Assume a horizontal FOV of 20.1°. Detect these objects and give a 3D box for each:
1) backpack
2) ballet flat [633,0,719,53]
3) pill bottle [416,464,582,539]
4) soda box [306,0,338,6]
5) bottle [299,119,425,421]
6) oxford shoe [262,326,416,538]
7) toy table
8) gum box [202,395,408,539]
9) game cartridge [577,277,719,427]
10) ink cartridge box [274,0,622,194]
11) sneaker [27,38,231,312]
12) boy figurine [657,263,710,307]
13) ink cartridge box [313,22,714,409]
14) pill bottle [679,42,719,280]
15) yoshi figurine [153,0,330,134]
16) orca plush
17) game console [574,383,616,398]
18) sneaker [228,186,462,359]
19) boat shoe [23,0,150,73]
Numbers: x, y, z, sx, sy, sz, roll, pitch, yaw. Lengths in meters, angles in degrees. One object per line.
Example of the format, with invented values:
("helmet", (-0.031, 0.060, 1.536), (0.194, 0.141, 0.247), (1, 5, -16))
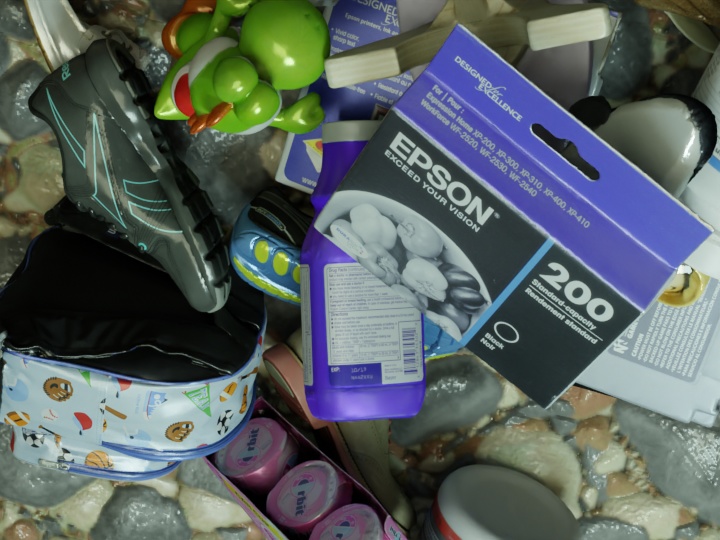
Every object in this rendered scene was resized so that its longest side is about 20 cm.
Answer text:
("backpack", (-0.164, 0.062, 1.453), (0.189, 0.201, 0.155), (8, 128, 9))
("ballet flat", (0.267, -0.163, 1.342), (0.198, 0.068, 0.073), (22, 136, -1))
("pill bottle", (0.080, 0.257, 1.533), (0.115, 0.116, 0.201), (23, 116, 0))
("soda box", (0.016, -0.266, 1.311), (0.064, 0.068, 0.200), (41, 104, 4))
("bottle", (0.000, 0.000, 1.374), (0.083, 0.065, 0.202), (-3, 90, -21))
("oxford shoe", (0.004, 0.119, 1.512), (0.075, 0.070, 0.201), (-37, 123, -12))
("toy table", (0.078, -0.149, 1.297), (0.182, 0.117, 0.201), (-20, 101, 20))
("gum box", (-0.023, 0.188, 1.461), (0.066, 0.200, 0.114), (-41, 128, -10))
("game cartridge", (0.216, 0.001, 1.406), (0.132, 0.041, 0.201), (18, 116, 2))
("ink cartridge box", (0.060, -0.121, 1.397), (0.196, 0.047, 0.202), (22, 110, 8))
("sneaker", (-0.155, -0.057, 1.393), (0.079, 0.075, 0.201), (-26, 96, 9))
("boy figurine", (0.140, -0.006, 1.362), (0.198, 0.065, 0.125), (5, 127, 5))
("ink cartridge box", (0.088, -0.026, 1.243), (0.198, 0.043, 0.200), (38, 143, 2))
("pill bottle", (0.263, -0.095, 1.274), (0.111, 0.112, 0.201), (24, 121, -1))
("yoshi figurine", (-0.069, -0.142, 1.342), (0.111, 0.200, 0.113), (10, 100, -15))
("orca plush", (0.164, -0.042, 1.278), (0.105, 0.071, 0.201), (52, 129, 28))
("game console", (0.190, -0.002, 1.443), (0.175, 0.031, 0.202), (14, 115, 4))
("sneaker", (0.000, 0.001, 1.455), (0.199, 0.083, 0.071), (29, 144, -18))
("boat shoe", (-0.181, -0.141, 1.435), (0.069, 0.071, 0.201), (-25, 104, -2))
